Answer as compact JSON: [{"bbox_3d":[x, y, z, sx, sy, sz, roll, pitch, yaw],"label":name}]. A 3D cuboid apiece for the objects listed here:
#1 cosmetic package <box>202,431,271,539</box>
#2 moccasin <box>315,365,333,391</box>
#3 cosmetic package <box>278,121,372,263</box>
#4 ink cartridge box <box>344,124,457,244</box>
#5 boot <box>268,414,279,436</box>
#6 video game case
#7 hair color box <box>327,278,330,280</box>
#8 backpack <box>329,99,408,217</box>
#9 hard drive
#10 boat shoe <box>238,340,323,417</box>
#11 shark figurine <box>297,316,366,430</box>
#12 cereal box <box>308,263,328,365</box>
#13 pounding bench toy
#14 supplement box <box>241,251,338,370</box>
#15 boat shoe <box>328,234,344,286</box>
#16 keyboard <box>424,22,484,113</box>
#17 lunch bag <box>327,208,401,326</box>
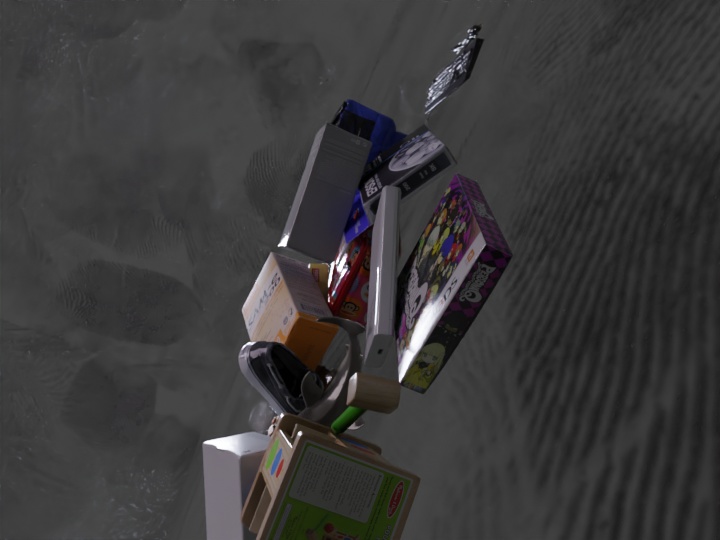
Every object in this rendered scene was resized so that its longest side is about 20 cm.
[{"bbox_3d":[-0.133,0.308,0.743,0.113,0.081,0.201,-4,87,53],"label":"cosmetic package"},{"bbox_3d":[-0.096,0.175,1.005,0.074,0.078,0.201,-47,22,-19],"label":"moccasin"},{"bbox_3d":[-0.058,-0.117,0.966,0.107,0.090,0.201,180,111,-76],"label":"cosmetic package"},{"bbox_3d":[0.042,-0.142,0.953,0.200,0.043,0.198,-36,20,10],"label":"ink cartridge box"},{"bbox_3d":[-0.120,0.273,1.031,0.200,0.074,0.155,-40,23,55],"label":"boot"},{"bbox_3d":[0.091,0.007,0.681,0.200,0.036,0.182,-89,24,-61],"label":"video game case"},{"bbox_3d":[-0.121,0.105,1.264,0.061,0.100,0.201,135,156,-61],"label":"hair color box"},{"bbox_3d":[-0.007,-0.184,1.124,0.200,0.167,0.163,-64,-4,-1],"label":"backpack"},{"bbox_3d":[0.028,0.010,0.793,0.132,0.026,0.201,103,173,-64],"label":"hard drive"},{"bbox_3d":[-0.085,0.168,0.861,0.068,0.200,0.072,-14,35,33],"label":"boat shoe"},{"bbox_3d":[-0.020,0.160,0.804,0.089,0.128,0.215,38,107,44],"label":"shark figurine"},{"bbox_3d":[-0.086,0.098,1.092,0.200,0.039,0.144,106,164,-57],"label":"cereal box"},{"bbox_3d":[-0.026,0.198,0.627,0.156,0.124,0.201,166,126,-75],"label":"pounding bench toy"},{"bbox_3d":[-0.118,0.076,0.969,0.126,0.073,0.200,-61,31,17],"label":"supplement box"},{"bbox_3d":[-0.028,0.000,1.135,0.057,0.068,0.200,113,174,-58],"label":"boat shoe"},{"bbox_3d":[0.165,-0.361,1.078,0.127,0.021,0.200,-69,13,-8],"label":"keyboard"},{"bbox_3d":[0.000,0.000,1.002,0.200,0.082,0.176,-85,18,-60],"label":"lunch bag"}]
